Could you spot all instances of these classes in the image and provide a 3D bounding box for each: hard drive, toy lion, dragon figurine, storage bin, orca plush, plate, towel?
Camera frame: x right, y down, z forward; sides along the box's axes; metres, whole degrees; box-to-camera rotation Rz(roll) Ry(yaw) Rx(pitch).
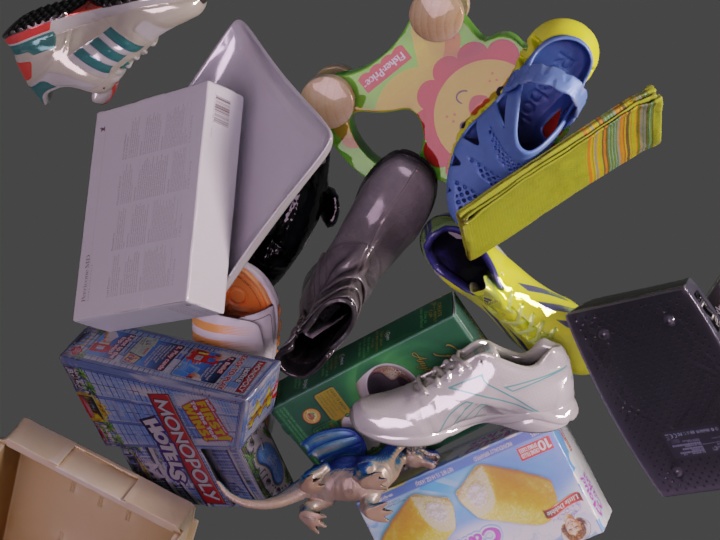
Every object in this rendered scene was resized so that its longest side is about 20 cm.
[{"bbox_3d":[0.273,0.100,1.466,0.134,0.042,0.201,-15,113,40],"label":"hard drive"},{"bbox_3d":[0.077,-0.142,1.503,0.200,0.069,0.192,-36,98,18],"label":"toy lion"},{"bbox_3d":[-0.021,0.178,1.506,0.199,0.100,0.059,-9,112,6],"label":"dragon figurine"},{"bbox_3d":[-0.272,0.269,1.617,0.199,0.094,0.199,26,127,9],"label":"storage bin"},{"bbox_3d":[-0.090,-0.045,1.553,0.105,0.071,0.200,40,107,4],"label":"orca plush"},{"bbox_3d":[-0.115,-0.093,1.526,0.200,0.032,0.200,-53,47,18],"label":"plate"},{"bbox_3d":[0.170,-0.078,1.441,0.199,0.086,0.018,-33,61,-6],"label":"towel"}]

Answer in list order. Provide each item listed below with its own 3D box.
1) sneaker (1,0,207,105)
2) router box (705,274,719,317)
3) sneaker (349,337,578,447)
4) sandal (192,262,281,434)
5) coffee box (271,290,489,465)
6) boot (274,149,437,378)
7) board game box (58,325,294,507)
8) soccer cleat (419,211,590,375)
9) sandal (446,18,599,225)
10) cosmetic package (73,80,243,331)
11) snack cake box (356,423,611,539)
[{"bbox_3d":[-0.223,-0.207,1.567,0.199,0.070,0.094,-12,115,14],"label":"sneaker"},{"bbox_3d":[0.391,0.018,1.453,0.157,0.052,0.201,33,107,7],"label":"router box"},{"bbox_3d":[0.087,0.100,1.477,0.199,0.071,0.081,-8,117,-4],"label":"sneaker"},{"bbox_3d":[-0.114,0.087,1.566,0.079,0.059,0.208,3,118,15],"label":"sandal"},{"bbox_3d":[0.032,0.113,1.547,0.199,0.044,0.123,-29,116,18],"label":"coffee box"},{"bbox_3d":[0.000,0.000,1.489,0.070,0.132,0.200,28,120,-5],"label":"boot"},{"bbox_3d":[-0.144,0.140,1.541,0.199,0.062,0.201,-2,123,37],"label":"board game box"},{"bbox_3d":[0.130,0.027,1.504,0.200,0.084,0.065,41,108,4],"label":"soccer cleat"},{"bbox_3d":[0.132,-0.115,1.436,0.079,0.087,0.201,24,113,-8],"label":"sandal"},{"bbox_3d":[-0.179,-0.054,1.514,0.150,0.052,0.201,-8,70,39],"label":"cosmetic package"},{"bbox_3d":[0.112,0.215,1.555,0.199,0.067,0.115,-26,93,17],"label":"snack cake box"}]
